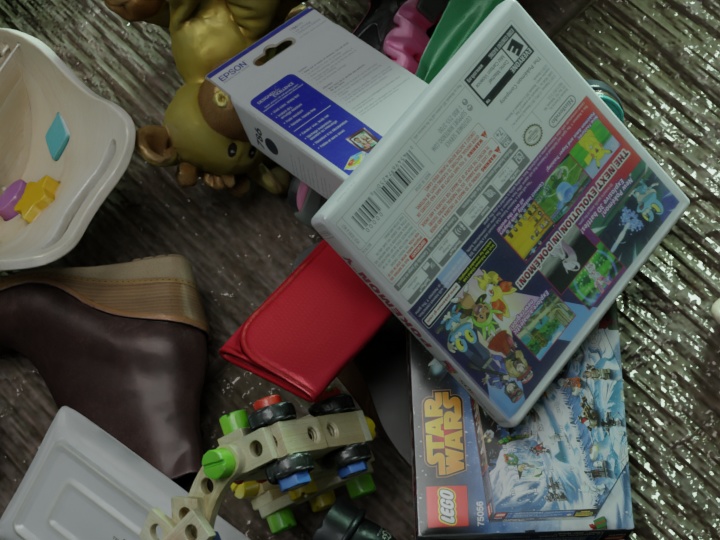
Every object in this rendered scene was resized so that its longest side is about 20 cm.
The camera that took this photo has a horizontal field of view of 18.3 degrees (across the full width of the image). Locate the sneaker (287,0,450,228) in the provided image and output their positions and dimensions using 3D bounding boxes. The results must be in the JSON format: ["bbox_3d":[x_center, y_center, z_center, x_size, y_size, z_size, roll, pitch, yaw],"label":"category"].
[{"bbox_3d":[0.000,-0.118,1.580,0.095,0.079,0.200,15,69,48],"label":"sneaker"}]

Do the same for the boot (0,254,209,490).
[{"bbox_3d":[-0.197,0.082,1.540,0.199,0.072,0.167,-12,66,19],"label":"boot"}]

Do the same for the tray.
[{"bbox_3d":[-0.154,0.185,1.477,0.200,0.022,0.108,33,100,24],"label":"tray"}]

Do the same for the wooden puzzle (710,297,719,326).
[{"bbox_3d":[0.350,0.016,1.407,0.200,0.037,0.185,-42,59,-4],"label":"wooden puzzle"}]

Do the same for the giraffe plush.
[{"bbox_3d":[-0.097,-0.142,1.561,0.172,0.200,0.163,1,69,-9],"label":"giraffe plush"}]

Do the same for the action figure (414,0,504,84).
[{"bbox_3d":[0.046,-0.096,1.527,0.055,0.118,0.200,22,74,49],"label":"action figure"}]

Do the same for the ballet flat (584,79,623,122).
[{"bbox_3d":[0.100,-0.049,1.509,0.073,0.073,0.200,40,94,30],"label":"ballet flat"}]

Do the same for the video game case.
[{"bbox_3d":[0.091,-0.036,1.386,0.200,0.182,0.023,-50,16,-22],"label":"video game case"}]

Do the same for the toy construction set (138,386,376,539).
[{"bbox_3d":[-0.062,0.129,1.394,0.131,0.200,0.092,-28,91,32],"label":"toy construction set"}]

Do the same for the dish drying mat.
[{"bbox_3d":[0.000,0.000,1.402,0.077,0.018,0.200,25,54,28],"label":"dish drying mat"}]

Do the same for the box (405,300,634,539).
[{"bbox_3d":[0.098,0.073,1.425,0.136,0.040,0.201,-1,73,-2],"label":"box"}]

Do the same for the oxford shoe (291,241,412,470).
[{"bbox_3d":[0.024,0.072,1.479,0.071,0.071,0.200,-31,74,-18],"label":"oxford shoe"}]

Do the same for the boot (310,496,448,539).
[{"bbox_3d":[0.013,0.250,1.379,0.162,0.073,0.199,32,112,5],"label":"boot"}]

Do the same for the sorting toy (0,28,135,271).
[{"bbox_3d":[-0.235,-0.059,1.559,0.180,0.107,0.200,10,62,51],"label":"sorting toy"}]

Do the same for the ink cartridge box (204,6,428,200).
[{"bbox_3d":[-0.001,-0.093,1.451,0.099,0.039,0.200,-36,54,-23],"label":"ink cartridge box"}]
